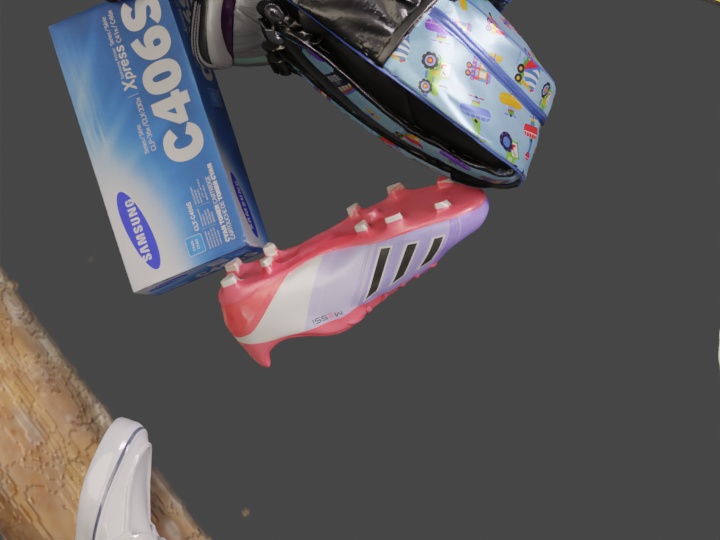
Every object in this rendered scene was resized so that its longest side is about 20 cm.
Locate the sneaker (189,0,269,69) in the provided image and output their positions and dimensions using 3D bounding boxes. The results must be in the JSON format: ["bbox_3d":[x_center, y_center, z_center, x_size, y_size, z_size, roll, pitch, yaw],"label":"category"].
[{"bbox_3d":[-0.065,-0.235,1.751,0.087,0.074,0.201,3,104,-13],"label":"sneaker"}]

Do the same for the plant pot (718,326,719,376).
[{"bbox_3d":[0.328,0.051,1.562,0.199,0.135,0.201,-1,86,20],"label":"plant pot"}]

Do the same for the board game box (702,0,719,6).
[{"bbox_3d":[0.221,-0.246,1.671,0.199,0.034,0.135,20,94,20],"label":"board game box"}]

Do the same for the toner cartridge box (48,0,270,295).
[{"bbox_3d":[-0.140,-0.093,1.790,0.095,0.043,0.201,-22,80,19],"label":"toner cartridge box"}]

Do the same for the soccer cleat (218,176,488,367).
[{"bbox_3d":[0.000,0.000,1.733,0.199,0.067,0.077,-22,111,12],"label":"soccer cleat"}]

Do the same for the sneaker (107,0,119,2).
[{"bbox_3d":[-0.190,-0.273,1.812,0.086,0.080,0.200,-32,66,-17],"label":"sneaker"}]

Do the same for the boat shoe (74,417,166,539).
[{"bbox_3d":[-0.159,0.203,1.775,0.065,0.074,0.201,12,101,16],"label":"boat shoe"}]

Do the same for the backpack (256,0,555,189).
[{"bbox_3d":[0.045,-0.145,1.659,0.200,0.183,0.135,36,86,3],"label":"backpack"}]
